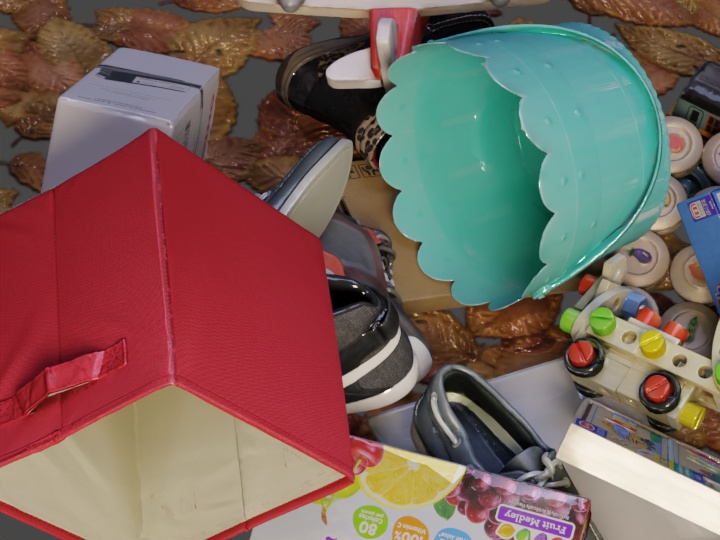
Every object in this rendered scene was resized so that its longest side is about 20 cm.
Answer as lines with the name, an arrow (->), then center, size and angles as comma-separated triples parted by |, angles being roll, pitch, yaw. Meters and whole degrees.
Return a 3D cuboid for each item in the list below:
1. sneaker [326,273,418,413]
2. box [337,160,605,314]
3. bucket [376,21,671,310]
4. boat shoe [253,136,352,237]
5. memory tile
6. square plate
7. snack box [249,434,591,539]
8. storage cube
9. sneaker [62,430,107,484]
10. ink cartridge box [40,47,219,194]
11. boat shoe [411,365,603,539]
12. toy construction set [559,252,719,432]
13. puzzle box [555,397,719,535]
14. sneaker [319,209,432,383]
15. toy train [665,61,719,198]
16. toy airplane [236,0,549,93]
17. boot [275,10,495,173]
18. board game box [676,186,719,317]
sneaker -> -0.069, 0.059, 1.409 | 0.200, 0.112, 0.073 | -20, 43, 1
box -> 0.089, -0.036, 1.658 | 0.200, 0.021, 0.164 | -7, 45, -20
bucket -> 0.122, -0.085, 1.558 | 0.135, 0.207, 0.207 | -19, 51, -32
boat shoe -> -0.073, -0.032, 1.489 | 0.062, 0.073, 0.200 | 24, 56, 19
memory tile -> 0.269, -0.019, 1.614 | 0.153, 0.017, 0.200 | 14, 71, 9
square plate -> 0.133, 0.152, 1.462 | 0.198, 0.028, 0.200 | -14, 49, -27
snack box -> 0.031, 0.188, 1.320 | 0.200, 0.053, 0.142 | 14, 76, 11
storage cube -> -0.128, 0.054, 1.281 | 0.200, 0.171, 0.180 | 33, 39, -46
sneaker -> -0.196, 0.089, 1.419 | 0.081, 0.074, 0.200 | -21, 18, 21
ink cartridge box -> -0.165, -0.066, 1.493 | 0.084, 0.145, 0.200 | 13, 16, 2
boat shoe -> 0.102, 0.142, 1.387 | 0.073, 0.062, 0.200 | -18, 50, -29
toy construction set -> 0.220, 0.045, 1.495 | 0.200, 0.092, 0.131 | 19, 68, 43
puzzle box -> 0.196, 0.128, 1.374 | 0.133, 0.025, 0.200 | 24, 5, 7
sneaker -> 0.000, 0.000, 1.549 | 0.082, 0.077, 0.200 | -30, 56, -23
toy train -> 0.329, -0.085, 1.700 | 0.200, 0.114, 0.085 | 29, 45, 18
toy airplane -> 0.027, -0.230, 1.652 | 0.200, 0.141, 0.199 | -27, 42, -27
boot -> 0.049, -0.149, 1.714 | 0.200, 0.073, 0.151 | -17, 37, -23
board game box -> 0.336, 0.017, 1.564 | 0.152, 0.045, 0.200 | -19, 87, -31
